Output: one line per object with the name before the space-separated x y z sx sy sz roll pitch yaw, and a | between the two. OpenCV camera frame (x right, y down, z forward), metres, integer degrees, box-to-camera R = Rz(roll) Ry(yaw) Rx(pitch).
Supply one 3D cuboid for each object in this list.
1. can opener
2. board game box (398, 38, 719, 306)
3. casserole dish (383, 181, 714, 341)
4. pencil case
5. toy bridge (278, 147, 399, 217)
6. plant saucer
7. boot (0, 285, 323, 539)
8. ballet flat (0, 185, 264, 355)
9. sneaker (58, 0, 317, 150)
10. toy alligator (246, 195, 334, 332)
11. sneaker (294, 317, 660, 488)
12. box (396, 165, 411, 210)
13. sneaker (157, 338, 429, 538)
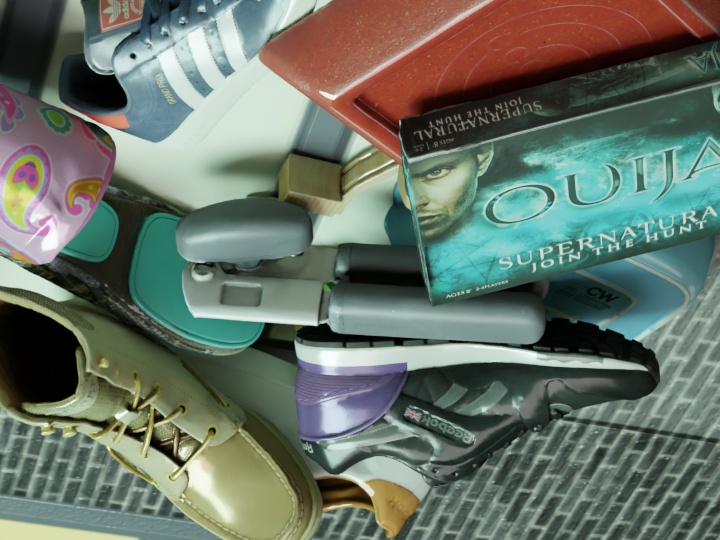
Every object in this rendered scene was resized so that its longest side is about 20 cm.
can opener | 0.000 0.000 1.485 0.200 0.053 0.067 3 143 7
board game box | 0.122 -0.050 1.369 0.200 0.028 0.135 -15 147 -1
casserole dish | 0.106 -0.006 1.544 0.200 0.039 0.121 23 139 -29
pencil case | -0.220 -0.082 1.382 0.200 0.088 0.087 32 135 -22
toy bridge | 0.023 -0.092 1.435 0.067 0.027 0.200 12 142 -19
plant saucer | 0.086 -0.100 1.341 0.200 0.037 0.200 -31 143 21
boot | -0.119 0.081 1.513 0.073 0.200 0.155 -49 163 7
ballet flat | -0.140 -0.012 1.526 0.200 0.072 0.072 31 134 -35
sneaker | -0.086 -0.126 1.347 0.084 0.075 0.200 13 143 -24
toy alligator | -0.010 0.031 1.581 0.059 0.054 0.200 -20 140 25
sneaker | 0.064 0.074 1.532 0.200 0.076 0.088 1 102 6
box | 0.105 -0.106 1.393 0.163 0.021 0.200 -8 145 -10
sneaker | -0.055 0.097 1.598 0.200 0.085 0.073 17 161 22
